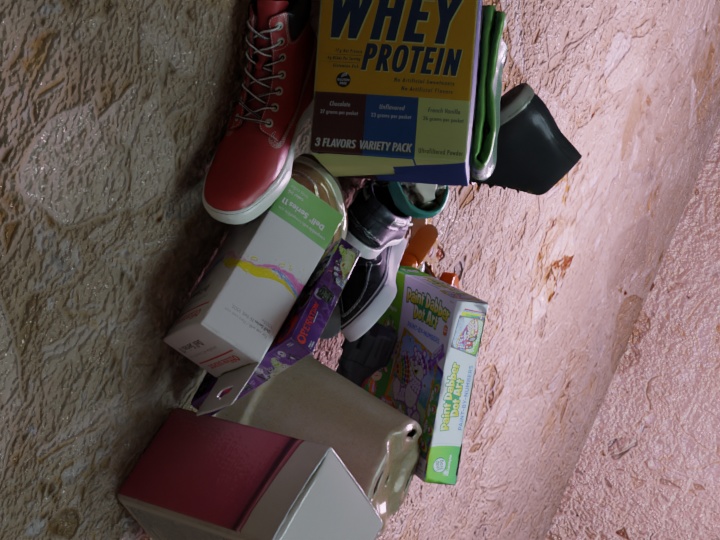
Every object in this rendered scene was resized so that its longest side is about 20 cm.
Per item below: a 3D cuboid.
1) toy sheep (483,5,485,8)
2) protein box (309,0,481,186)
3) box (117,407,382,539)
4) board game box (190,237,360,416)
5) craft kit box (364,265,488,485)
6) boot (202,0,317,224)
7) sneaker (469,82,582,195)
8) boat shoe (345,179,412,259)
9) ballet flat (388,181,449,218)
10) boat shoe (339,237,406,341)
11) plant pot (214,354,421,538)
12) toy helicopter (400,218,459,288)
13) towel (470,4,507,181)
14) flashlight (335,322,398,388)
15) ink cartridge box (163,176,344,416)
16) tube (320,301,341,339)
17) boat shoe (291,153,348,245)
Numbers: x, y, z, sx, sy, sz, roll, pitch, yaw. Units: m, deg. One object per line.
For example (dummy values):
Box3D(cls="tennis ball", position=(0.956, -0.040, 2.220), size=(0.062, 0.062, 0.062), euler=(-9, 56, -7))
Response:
Box3D(cls="toy sheep", position=(0.076, -0.206, 1.603), size=(0.199, 0.137, 0.139), euler=(-25, 135, -41))
Box3D(cls="protein box", position=(0.038, -0.188, 1.367), size=(0.199, 0.133, 0.202), euler=(30, 64, -85))
Box3D(cls="box", position=(-0.101, 0.221, 1.421), size=(0.109, 0.199, 0.128), euler=(-57, 136, -28))
Box3D(cls="board game box", position=(-0.080, 0.055, 1.415), size=(0.200, 0.032, 0.121), euler=(-34, -152, 51))
Box3D(cls="craft kit box", position=(0.064, 0.109, 1.689), size=(0.048, 0.200, 0.200), euler=(9, 97, -24))
Box3D(cls="boot", position=(-0.089, -0.151, 1.317), size=(0.145, 0.072, 0.201), euler=(80, 29, -54))
Box3D(cls="sneaker", position=(0.136, -0.107, 1.654), size=(0.199, 0.106, 0.075), euler=(-31, -165, 42))
Box3D(cls="boat shoe", position=(0.028, -0.066, 1.624), size=(0.060, 0.075, 0.200), euler=(-48, -174, 19))
Box3D(cls="ballet flat", position=(0.047, -0.141, 1.506), size=(0.067, 0.070, 0.202), euler=(-26, 115, -19))
Box3D(cls="boat shoe", position=(0.000, 0.000, 1.634), size=(0.072, 0.068, 0.201), euler=(-39, -163, 30))
Box3D(cls="plant pot", position=(-0.043, 0.185, 1.596), size=(0.201, 0.182, 0.202), euler=(-52, 154, -37))
Box3D(cls="toy helicopter", position=(0.067, -0.036, 1.826), size=(0.132, 0.078, 0.202), euler=(-28, 122, -69))
Box3D(cls="towel", position=(0.124, -0.163, 1.461), size=(0.200, 0.030, 0.151), euler=(-9, 103, -86))
Box3D(cls="flashlight", position=(-0.014, 0.150, 1.719), size=(0.068, 0.067, 0.202), euler=(-98, -151, -72))
Box3D(cls="ink cartridge box", position=(-0.106, 0.025, 1.373), size=(0.201, 0.067, 0.117), euler=(-61, -165, -22))
Box3D(cls="tube", position=(-0.006, 0.018, 1.733), size=(0.200, 0.050, 0.078), euler=(-42, 155, -60))
Box3D(cls="boat shoe", position=(-0.059, -0.024, 1.524), size=(0.076, 0.071, 0.201), euler=(-40, 147, -31))
